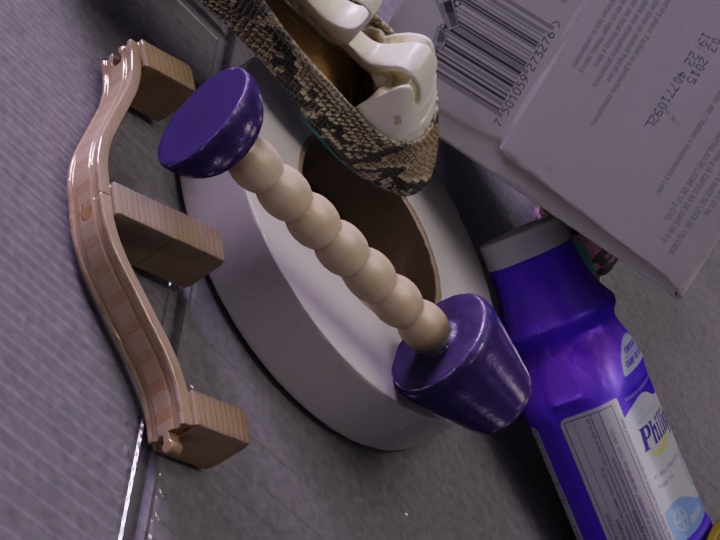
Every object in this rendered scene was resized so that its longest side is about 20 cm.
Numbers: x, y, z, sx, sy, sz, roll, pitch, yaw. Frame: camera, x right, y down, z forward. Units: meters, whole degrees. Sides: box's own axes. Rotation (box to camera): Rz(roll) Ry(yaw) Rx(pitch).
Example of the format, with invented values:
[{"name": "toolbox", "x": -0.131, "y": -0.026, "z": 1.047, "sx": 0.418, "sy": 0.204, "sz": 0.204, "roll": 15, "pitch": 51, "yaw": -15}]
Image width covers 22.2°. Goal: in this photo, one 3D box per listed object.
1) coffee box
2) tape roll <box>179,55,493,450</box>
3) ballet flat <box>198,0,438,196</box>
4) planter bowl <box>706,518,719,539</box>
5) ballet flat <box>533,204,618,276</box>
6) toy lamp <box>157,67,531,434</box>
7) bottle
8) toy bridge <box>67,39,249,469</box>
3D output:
[{"name": "coffee box", "x": 0.147, "y": -0.131, "z": 0.978, "sx": 0.200, "sy": 0.200, "sz": 0.198, "roll": 34, "pitch": 12, "yaw": 9}, {"name": "tape roll", "x": -0.006, "y": -0.012, "z": 0.879, "sx": 0.203, "sy": 0.037, "sz": 0.203, "roll": 41, "pitch": 31, "yaw": -32}, {"name": "ballet flat", "x": -0.012, "y": -0.107, "z": 0.839, "sx": 0.200, "sy": 0.075, "sz": 0.068, "roll": 45, "pitch": 53, "yaw": -28}, {"name": "planter bowl", "x": 0.236, "y": 0.224, "z": 0.938, "sx": 0.200, "sy": 0.083, "sz": 0.202, "roll": -8, "pitch": 90, "yaw": -67}, {"name": "ballet flat", "x": 0.155, "y": -0.064, "z": 1.190, "sx": 0.200, "sy": 0.069, "sz": 0.071, "roll": -70, "pitch": 142, "yaw": -52}, {"name": "toy lamp", "x": 0.000, "y": 0.000, "z": 0.779, "sx": 0.200, "sy": 0.058, "sz": 0.058, "roll": 41, "pitch": 32, "yaw": -27}, {"name": "bottle", "x": 0.121, "y": 0.071, "z": 0.956, "sx": 0.201, "sy": 0.065, "sz": 0.084, "roll": 68, "pitch": 20, "yaw": -3}, {"name": "toy bridge", "x": -0.088, "y": -0.014, "z": 0.751, "sx": 0.067, "sy": 0.027, "sz": 0.201, "roll": 27, "pitch": 42, "yaw": -44}]
